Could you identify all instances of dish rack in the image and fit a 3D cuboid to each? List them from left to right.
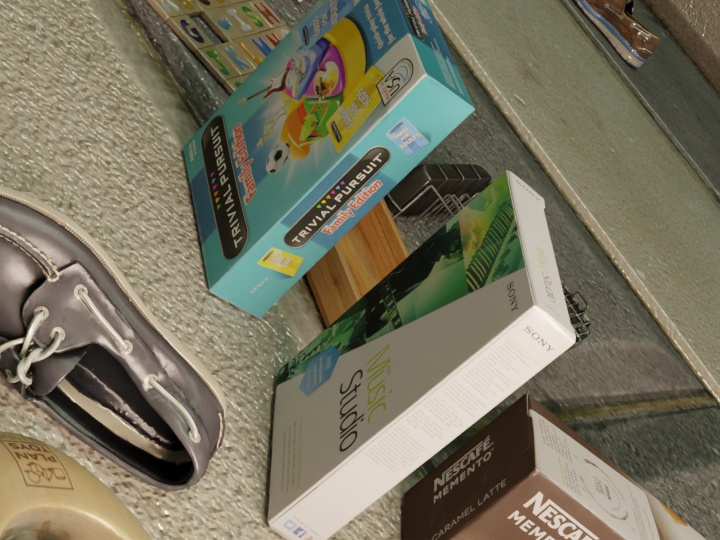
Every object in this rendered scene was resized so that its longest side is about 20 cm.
[{"bbox_3d":[0.115,-0.009,1.261,0.201,0.055,0.153,55,25,13],"label":"dish rack"}]

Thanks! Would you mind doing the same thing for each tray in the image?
[{"bbox_3d":[0.000,0.000,1.065,0.098,0.037,0.201,24,31,-43],"label":"tray"}]

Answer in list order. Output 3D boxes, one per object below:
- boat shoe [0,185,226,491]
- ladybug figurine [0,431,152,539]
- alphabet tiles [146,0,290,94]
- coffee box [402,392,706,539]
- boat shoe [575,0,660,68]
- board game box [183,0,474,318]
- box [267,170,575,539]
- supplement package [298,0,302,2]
[{"bbox_3d":[-0.143,0.033,0.715,0.200,0.073,0.063,44,19,-21],"label":"boat shoe"},{"bbox_3d":[-0.120,0.152,0.560,0.135,0.072,0.201,16,38,-50],"label":"ladybug figurine"},{"bbox_3d":[-0.088,-0.184,1.244,0.167,0.008,0.200,48,23,1],"label":"alphabet tiles"},{"bbox_3d":[0.135,0.184,0.904,0.200,0.114,0.080,40,24,-19],"label":"coffee box"},{"bbox_3d":[0.425,-0.435,2.463,0.200,0.072,0.072,51,23,8],"label":"boat shoe"},{"bbox_3d":[-0.029,-0.091,0.947,0.047,0.200,0.151,30,28,-35],"label":"board game box"},{"bbox_3d":[0.028,0.048,0.823,0.036,0.200,0.145,40,23,-23],"label":"box"},{"bbox_3d":[-0.040,-0.388,1.469,0.151,0.152,0.200,45,23,-6],"label":"supplement package"}]
